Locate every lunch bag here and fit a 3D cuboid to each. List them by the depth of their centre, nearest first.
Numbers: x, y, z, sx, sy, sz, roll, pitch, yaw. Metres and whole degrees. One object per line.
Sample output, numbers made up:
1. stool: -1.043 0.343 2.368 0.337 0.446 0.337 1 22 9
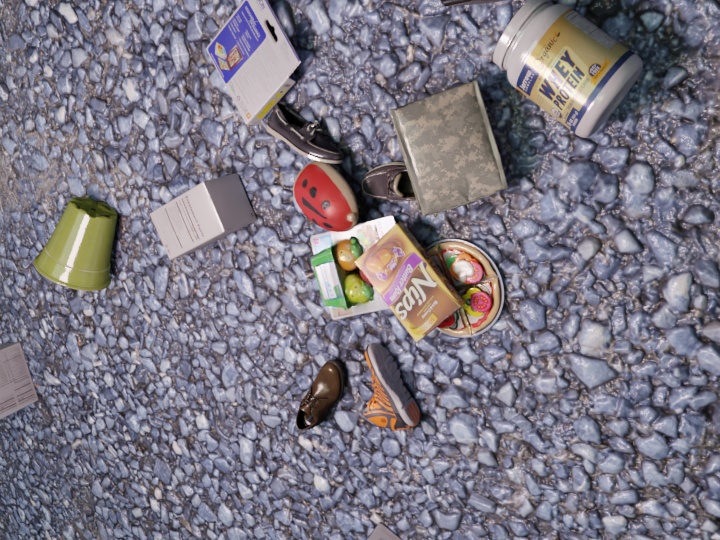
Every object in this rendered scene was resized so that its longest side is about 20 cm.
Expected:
1. lunch bag: 0.156 -0.209 1.233 0.161 0.118 0.203 -18 96 5

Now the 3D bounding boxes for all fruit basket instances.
1. fruit basket: 0.000 0.000 1.441 0.197 0.093 0.188 -10 100 30

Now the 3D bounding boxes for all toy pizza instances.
1. toy pizza: 0.185 0.039 1.375 0.197 0.032 0.204 11 111 29

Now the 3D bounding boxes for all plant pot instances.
1. plant pot: -0.719 -0.081 1.820 0.198 0.199 0.192 31 106 19

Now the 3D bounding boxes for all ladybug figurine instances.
1. ladybug figurine: -0.075 -0.144 1.413 0.199 0.071 0.138 36 141 46

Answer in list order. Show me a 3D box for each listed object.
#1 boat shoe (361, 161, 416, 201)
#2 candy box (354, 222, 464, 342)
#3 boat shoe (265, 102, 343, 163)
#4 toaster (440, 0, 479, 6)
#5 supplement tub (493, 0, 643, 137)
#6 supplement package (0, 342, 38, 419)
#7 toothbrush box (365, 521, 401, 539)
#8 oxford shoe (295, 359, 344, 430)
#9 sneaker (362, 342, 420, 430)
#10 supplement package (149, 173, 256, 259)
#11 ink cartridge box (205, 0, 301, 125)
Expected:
1. boat shoe: 0.081 -0.169 1.351 0.197 0.065 0.073 5 108 30
2. candy box: 0.095 0.022 1.355 0.116 0.056 0.201 -40 85 17
3. boat shoe: -0.112 -0.280 1.430 0.199 0.072 0.064 33 117 25
4. toaster: 0.202 -0.518 1.090 0.200 0.117 0.184 -137 40 -69
5. supplement tub: 0.322 -0.323 1.103 0.199 0.144 0.145 41 122 14
6. supplement package: -1.166 0.354 2.240 0.150 0.150 0.204 -7 102 32
7. toothbrush box: 0.049 0.725 1.653 0.145 0.085 0.202 34 122 18
8. oxford shoe: -0.094 0.294 1.601 0.072 0.084 0.202 33 118 20
9. sneaker: 0.038 0.261 1.511 0.111 0.077 0.202 -25 92 34
10. supplement package: -0.360 -0.124 1.604 0.198 0.121 0.121 -21 94 34
11. ink cartridge box: -0.214 -0.443 1.447 0.199 0.047 0.200 -36 78 34
